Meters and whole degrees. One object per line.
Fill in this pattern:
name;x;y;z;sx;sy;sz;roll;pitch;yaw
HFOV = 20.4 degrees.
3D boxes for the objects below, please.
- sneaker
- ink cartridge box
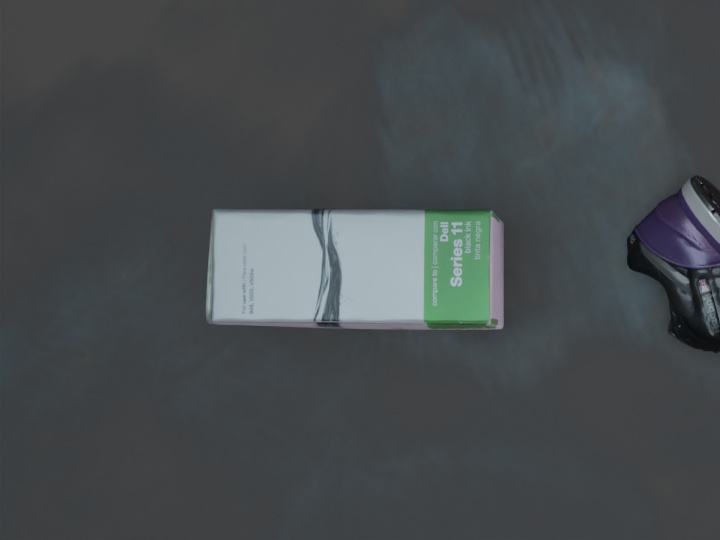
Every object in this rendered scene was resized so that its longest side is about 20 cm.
sneaker;0.272;0.035;1.439;0.087;0.076;0.200;-40;81;21
ink cartridge box;0.000;0.000;1.429;0.199;0.147;0.084;0;88;7
